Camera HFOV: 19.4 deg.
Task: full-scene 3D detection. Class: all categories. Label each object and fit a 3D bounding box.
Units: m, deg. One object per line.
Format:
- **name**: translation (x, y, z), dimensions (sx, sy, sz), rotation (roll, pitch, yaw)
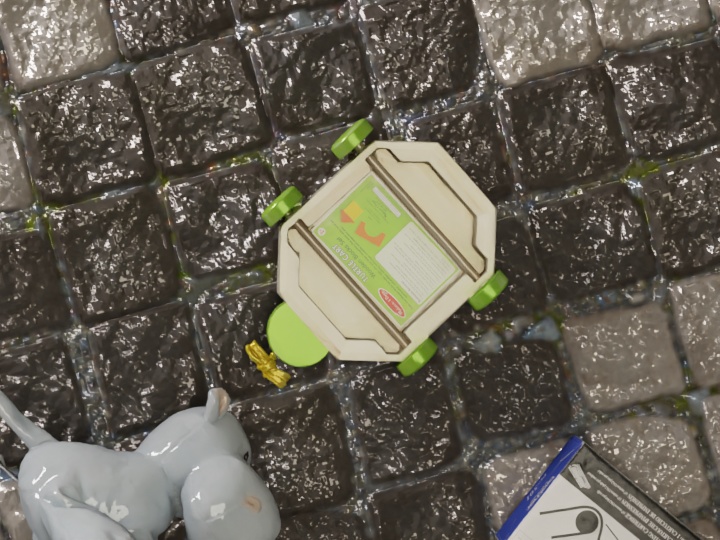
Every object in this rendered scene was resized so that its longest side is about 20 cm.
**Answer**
- **ink cartridge box**: translation (0.202, 0.217, 1.497), dimensions (0.200, 0.044, 0.094), rotation (39, 90, -6)
- **hippo plush**: translation (-0.143, 0.169, 1.435), dimensions (0.160, 0.160, 0.200), rotation (-20, 51, -22)
- **toy wagon**: translation (0.000, 0.000, 1.474), dimensions (0.200, 0.040, 0.155), rotation (-43, 95, -2)
